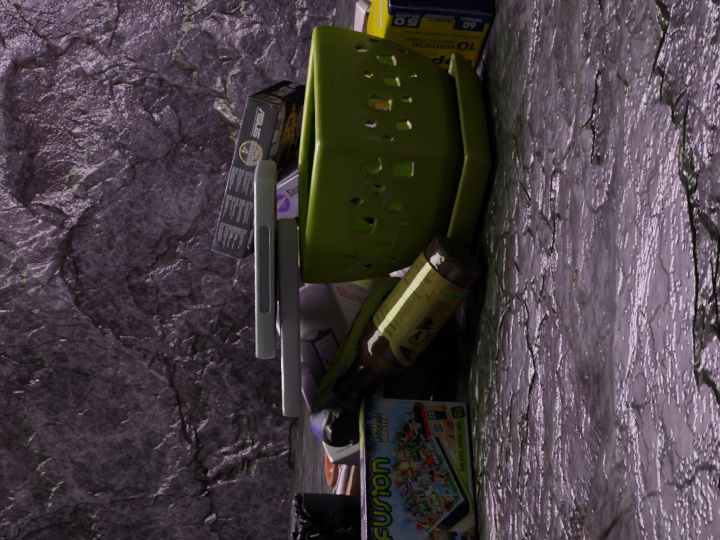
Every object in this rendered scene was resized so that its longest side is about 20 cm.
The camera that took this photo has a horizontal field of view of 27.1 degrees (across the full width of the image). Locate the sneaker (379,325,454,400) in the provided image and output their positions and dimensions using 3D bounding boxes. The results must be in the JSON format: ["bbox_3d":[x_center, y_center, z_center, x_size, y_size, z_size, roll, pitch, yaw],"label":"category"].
[{"bbox_3d":[0.070,0.085,1.667,0.200,0.071,0.099,-74,9,-67],"label":"sneaker"}]

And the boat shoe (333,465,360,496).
[{"bbox_3d":[0.006,0.232,1.813,0.070,0.070,0.200,-26,41,62],"label":"boat shoe"}]

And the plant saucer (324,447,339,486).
[{"bbox_3d":[-0.026,0.183,1.964,0.200,0.032,0.201,-179,90,-84],"label":"plant saucer"}]

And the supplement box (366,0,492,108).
[{"bbox_3d":[0.070,-0.268,1.609,0.200,0.109,0.110,105,167,-65],"label":"supplement box"}]

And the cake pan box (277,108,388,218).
[{"bbox_3d":[-0.015,-0.149,1.820,0.052,0.200,0.184,54,-152,-10],"label":"cake pan box"}]

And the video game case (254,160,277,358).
[{"bbox_3d":[-0.099,-0.017,1.576,0.200,0.024,0.183,-108,18,-80],"label":"video game case"}]

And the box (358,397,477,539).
[{"bbox_3d":[0.055,0.219,1.464,0.035,0.110,0.200,101,170,-50],"label":"box"}]

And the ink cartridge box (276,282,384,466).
[{"bbox_3d":[-0.011,0.119,1.724,0.200,0.084,0.145,67,-165,16],"label":"ink cartridge box"}]

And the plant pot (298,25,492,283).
[{"bbox_3d":[0.032,-0.114,1.539,0.200,0.181,0.199,-92,8,-45],"label":"plant pot"}]

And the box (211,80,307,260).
[{"bbox_3d":[-0.120,-0.128,1.857,0.161,0.049,0.200,-40,-33,-69],"label":"box"}]

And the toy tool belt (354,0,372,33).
[{"bbox_3d":[0.052,-0.333,1.782,0.123,0.125,0.200,-105,18,-46],"label":"toy tool belt"}]

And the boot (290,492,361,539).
[{"bbox_3d":[0.002,0.274,1.694,0.198,0.162,0.074,-103,16,-74],"label":"boot"}]

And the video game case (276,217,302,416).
[{"bbox_3d":[-0.075,0.054,1.581,0.182,0.023,0.201,118,151,-84],"label":"video game case"}]

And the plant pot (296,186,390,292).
[{"bbox_3d":[0.000,0.000,1.883,0.200,0.199,0.190,-101,5,-68],"label":"plant pot"}]

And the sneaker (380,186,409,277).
[{"bbox_3d":[0.074,-0.077,1.732,0.088,0.075,0.200,123,148,-50],"label":"sneaker"}]

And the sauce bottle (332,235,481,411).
[{"bbox_3d":[0.043,0.058,1.509,0.200,0.065,0.065,-53,19,21],"label":"sauce bottle"}]

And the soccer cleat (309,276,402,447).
[{"bbox_3d":[-0.006,0.092,1.600,0.084,0.065,0.201,39,111,56],"label":"soccer cleat"}]
